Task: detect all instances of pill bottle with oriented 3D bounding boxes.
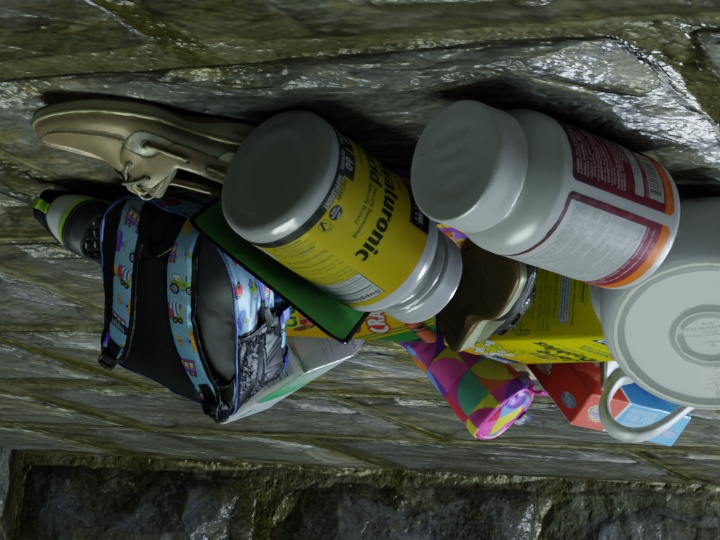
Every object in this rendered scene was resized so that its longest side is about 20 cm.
[{"bbox_3d":[0.139,-0.058,1.373,0.199,0.110,0.109,16,164,-40],"label":"pill bottle"},{"bbox_3d":[-0.008,-0.035,1.462,0.111,0.112,0.200,-4,152,40],"label":"pill bottle"}]

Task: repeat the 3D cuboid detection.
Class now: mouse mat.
[{"bbox_3d":[-0.055,-0.013,1.527,0.161,0.008,0.200,39,-160,1],"label":"mouse mat"}]

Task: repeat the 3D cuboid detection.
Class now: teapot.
[{"bbox_3d":[0.300,0.008,1.543,0.199,0.146,0.198,26,131,-8],"label":"teapot"}]

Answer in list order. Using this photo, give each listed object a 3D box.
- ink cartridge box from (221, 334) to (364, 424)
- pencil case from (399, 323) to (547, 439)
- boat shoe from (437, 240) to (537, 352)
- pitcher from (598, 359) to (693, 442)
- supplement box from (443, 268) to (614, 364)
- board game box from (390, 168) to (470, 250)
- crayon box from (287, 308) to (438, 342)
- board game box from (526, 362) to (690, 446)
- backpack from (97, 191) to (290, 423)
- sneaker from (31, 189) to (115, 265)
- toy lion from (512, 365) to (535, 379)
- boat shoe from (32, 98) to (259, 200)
[{"bbox_3d":[-0.045,0.096,1.969,0.199,0.050,0.161,-14,166,-43],"label":"ink cartridge box"},{"bbox_3d":[0.100,0.082,1.884,0.200,0.088,0.088,50,-173,25],"label":"pencil case"},{"bbox_3d":[0.120,0.013,1.616,0.064,0.074,0.200,-17,167,-19],"label":"boat shoe"},{"bbox_3d":[0.321,0.086,1.783,0.198,0.173,0.121,-2,151,-1],"label":"pitcher"},{"bbox_3d":[0.191,0.025,1.730,0.199,0.110,0.109,-4,164,41],"label":"supplement box"},{"bbox_3d":[0.075,-0.049,1.596,0.199,0.045,0.134,0,167,25],"label":"board game box"},{"bbox_3d":[-0.022,0.014,1.810,0.198,0.051,0.127,2,146,6],"label":"crayon box"},{"bbox_3d":[0.232,0.093,1.904,0.152,0.040,0.200,15,-153,-38],"label":"board game box"},{"bbox_3d":[-0.155,0.012,1.718,0.182,0.201,0.134,21,-143,31],"label":"backpack"},{"bbox_3d":[-0.249,-0.043,1.786,0.083,0.072,0.200,27,177,26],"label":"sneaker"},{"bbox_3d":[0.112,0.068,2.112,0.191,0.069,0.200,9,170,22],"label":"toy lion"},{"bbox_3d":[-0.164,-0.091,1.465,0.199,0.065,0.072,9,168,-13],"label":"boat shoe"}]
